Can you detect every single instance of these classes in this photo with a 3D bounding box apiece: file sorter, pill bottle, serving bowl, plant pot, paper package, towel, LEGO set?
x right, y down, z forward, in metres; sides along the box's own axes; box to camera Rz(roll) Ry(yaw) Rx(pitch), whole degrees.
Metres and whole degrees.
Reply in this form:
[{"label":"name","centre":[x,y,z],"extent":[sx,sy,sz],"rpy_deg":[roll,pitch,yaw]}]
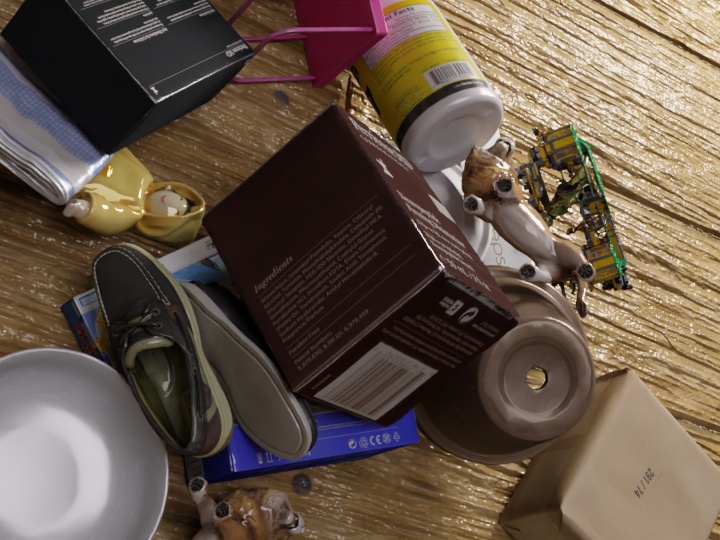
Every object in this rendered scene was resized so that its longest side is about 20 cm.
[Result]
[{"label":"file sorter","centre":[-0.079,-0.300,1.269],"extent":[0.125,0.139,0.201],"rpy_deg":[-7,79,-31]},{"label":"pill bottle","centre":[0.052,-0.210,1.309],"extent":[0.114,0.114,0.201],"rpy_deg":[-9,57,-35]},{"label":"serving bowl","centre":[-0.261,0.167,1.044],"extent":[0.199,0.066,0.201],"rpy_deg":[11,70,-31]},{"label":"plant pot","centre":[0.147,0.095,1.227],"extent":[0.199,0.175,0.202],"rpy_deg":[0,90,-10]},{"label":"paper package","centre":[0.275,0.245,1.353],"extent":[0.191,0.103,0.200],"rpy_deg":[46,55,-13]},{"label":"towel","centre":[-0.266,-0.145,1.086],"extent":[0.147,0.024,0.200],"rpy_deg":[40,32,-8]},{"label":"LEGO set","centre":[0.208,-0.055,1.382],"extent":[0.154,0.115,0.201],"rpy_deg":[-28,98,-73]}]

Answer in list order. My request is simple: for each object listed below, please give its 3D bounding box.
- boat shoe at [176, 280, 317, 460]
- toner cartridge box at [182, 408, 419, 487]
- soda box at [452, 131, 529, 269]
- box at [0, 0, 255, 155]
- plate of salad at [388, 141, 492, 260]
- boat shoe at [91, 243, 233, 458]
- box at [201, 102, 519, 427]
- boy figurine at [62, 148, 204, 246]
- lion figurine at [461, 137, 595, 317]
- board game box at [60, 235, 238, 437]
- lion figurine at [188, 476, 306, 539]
[{"label":"boat shoe","centre":[-0.094,0.080,1.098],"extent":[0.060,0.074,0.200],"rpy_deg":[-11,45,-47]},{"label":"toner cartridge box","centre":[-0.054,0.158,1.167],"extent":[0.199,0.095,0.043],"rpy_deg":[-3,77,-35]},{"label":"soda box","centre":[0.127,-0.051,1.372],"extent":[0.068,0.064,0.201],"rpy_deg":[-6,79,-35]},{"label":"box","centre":[-0.201,-0.202,1.137],"extent":[0.141,0.079,0.200],"rpy_deg":[46,29,-1]},{"label":"plate of salad","centre":[0.034,-0.049,1.294],"extent":[0.199,0.048,0.201],"rpy_deg":[4,53,-5]},{"label":"boat shoe","centre":[-0.171,0.064,1.066],"extent":[0.072,0.066,0.202],"rpy_deg":[-29,80,8]},{"label":"box","centre":[0.000,0.000,1.115],"extent":[0.166,0.164,0.200],"rpy_deg":[29,25,-56]},{"label":"boy figurine","centre":[-0.230,-0.080,1.133],"extent":[0.200,0.064,0.125],"rpy_deg":[33,34,-16]},{"label":"lion figurine","centre":[0.163,-0.040,1.241],"extent":[0.200,0.072,0.122],"rpy_deg":[56,12,7]},{"label":"board game box","centre":[-0.156,0.050,1.169],"extent":[0.200,0.034,0.136],"rpy_deg":[-28,92,-36]},{"label":"lion figurine","centre":[-0.135,0.259,1.098],"extent":[0.200,0.072,0.123],"rpy_deg":[-48,146,-19]}]
